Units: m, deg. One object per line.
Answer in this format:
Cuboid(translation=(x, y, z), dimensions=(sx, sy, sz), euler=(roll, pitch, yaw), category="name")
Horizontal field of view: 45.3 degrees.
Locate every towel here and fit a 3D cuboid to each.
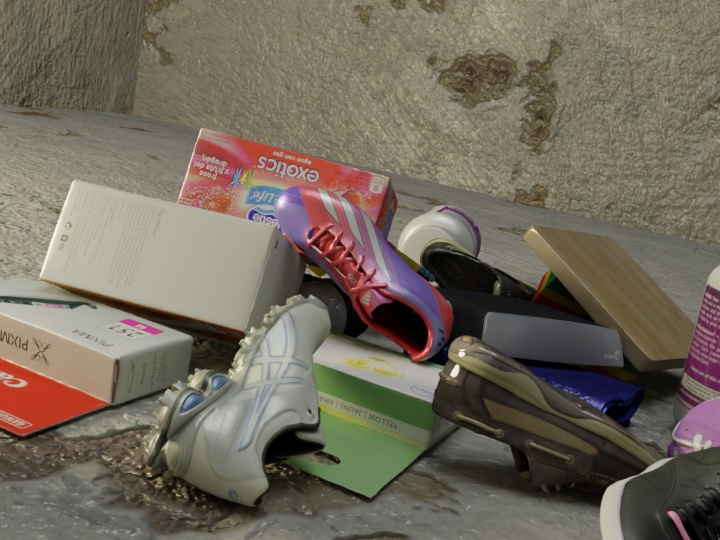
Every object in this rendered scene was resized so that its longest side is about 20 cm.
Cuboid(translation=(0.152, 0.107, 0.809), dimensions=(0.199, 0.050, 0.147), euler=(17, 6, 31), category="towel")

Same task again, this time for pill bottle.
Cuboid(translation=(0.368, 0.059, 0.795), dimensions=(0.112, 0.201, 0.112), euler=(10, 12, -2), category="pill bottle")
Cuboid(translation=(0.115, -0.033, 1.267), dimensions=(0.112, 0.113, 0.200), euler=(13, 12, 11), category="pill bottle")

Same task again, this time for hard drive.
Cuboid(translation=(0.155, 0.056, 0.851), dimensions=(0.199, 0.043, 0.135), euler=(9, 7, -35), category="hard drive")

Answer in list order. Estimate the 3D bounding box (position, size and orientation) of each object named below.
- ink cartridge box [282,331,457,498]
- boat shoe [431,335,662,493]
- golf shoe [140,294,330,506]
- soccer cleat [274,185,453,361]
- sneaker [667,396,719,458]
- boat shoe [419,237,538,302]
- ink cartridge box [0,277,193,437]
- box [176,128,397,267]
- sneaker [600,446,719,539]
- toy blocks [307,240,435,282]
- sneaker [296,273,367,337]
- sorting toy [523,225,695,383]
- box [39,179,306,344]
Cuboid(translation=(-0.008, 0.102, 0.681), dimensions=(0.145, 0.048, 0.200), euler=(16, 11, 23), category="ink cartridge box")
Cuboid(translation=(0.141, 0.125, 0.649), dimensions=(0.200, 0.073, 0.074), euler=(31, 3, -1), category="boat shoe")
Cuboid(translation=(-0.059, 0.092, 0.603), dimensions=(0.097, 0.078, 0.200), euler=(32, 37, 11), category="golf shoe")
Cuboid(translation=(0.000, 0.000, 0.762), dimensions=(0.200, 0.067, 0.076), euler=(42, 27, -1), category="soccer cleat")
Cuboid(translation=(0.295, 0.160, 0.666), dimensions=(0.114, 0.073, 0.200), euler=(-20, 13, 30), category="sneaker")
Cuboid(translation=(0.154, 0.034, 1.010), dimensions=(0.199, 0.073, 0.065), euler=(30, 15, 4), category="boat shoe")
Cuboid(translation=(-0.264, 0.057, 0.676), dimensions=(0.199, 0.044, 0.173), euler=(16, 12, 24), category="ink cartridge box")
Cuboid(translation=(-0.071, -0.064, 0.874), dimensions=(0.199, 0.095, 0.103), euler=(16, -6, 8), category="box")
Cuboid(translation=(0.216, 0.143, 0.521), dimensions=(0.099, 0.071, 0.200), euler=(-28, -11, 32), category="sneaker")
Cuboid(translation=(0.027, 0.001, 1.003), dimensions=(0.200, 0.100, 0.137), euler=(40, -5, -31), category="toy blocks")
Cuboid(translation=(-0.064, 0.030, 0.920), dimensions=(0.200, 0.076, 0.114), euler=(22, 10, 40), category="sneaker")
Cuboid(translation=(0.286, 0.047, 0.990), dimensions=(0.198, 0.070, 0.200), euler=(4, 42, -48), category="sorting toy")
Cuboid(translation=(-0.167, 0.000, 0.800), dimensions=(0.199, 0.098, 0.124), euler=(13, -12, 12), category="box")
